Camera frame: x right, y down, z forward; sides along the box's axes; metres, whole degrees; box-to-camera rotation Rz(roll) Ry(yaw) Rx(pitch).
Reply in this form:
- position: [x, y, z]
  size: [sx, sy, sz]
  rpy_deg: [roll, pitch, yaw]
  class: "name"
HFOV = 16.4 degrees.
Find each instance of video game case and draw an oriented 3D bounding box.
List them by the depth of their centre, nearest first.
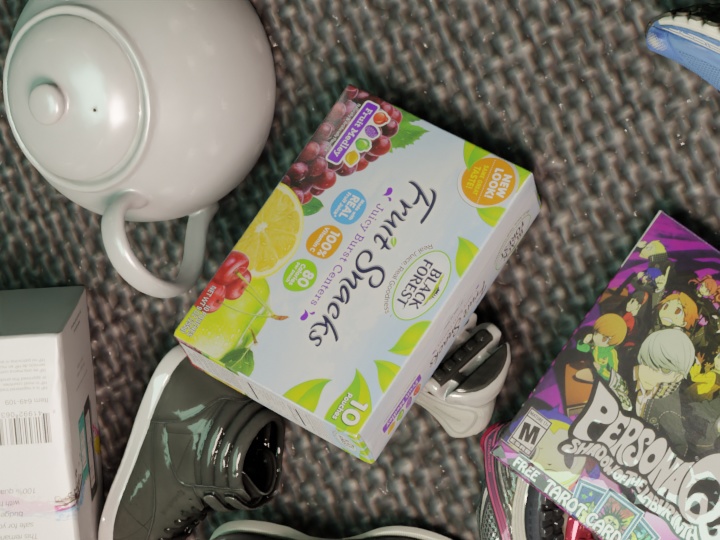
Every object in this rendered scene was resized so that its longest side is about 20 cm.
- position: [0.206, 0.094, 1.477]
  size: [0.200, 0.036, 0.182]
  rpy_deg: [37, 94, 19]
  class: "video game case"

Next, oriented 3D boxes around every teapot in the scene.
- position: [-0.160, -0.113, 1.627]
  size: [0.199, 0.146, 0.198]
  rpy_deg: [29, 116, 22]
  class: "teapot"

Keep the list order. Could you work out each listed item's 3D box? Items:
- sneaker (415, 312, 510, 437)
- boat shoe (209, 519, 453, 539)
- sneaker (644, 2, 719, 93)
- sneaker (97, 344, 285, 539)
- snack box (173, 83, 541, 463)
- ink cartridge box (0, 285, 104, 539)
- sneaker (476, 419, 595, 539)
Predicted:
- position: [0.015, 0.032, 1.602]
  size: [0.200, 0.075, 0.081]
  rpy_deg: [45, 159, 28]
  class: "sneaker"
- position: [-0.015, 0.206, 1.647]
  size: [0.199, 0.060, 0.074]
  rpy_deg: [7, 115, 14]
  class: "boat shoe"
- position: [0.242, -0.084, 1.423]
  size: [0.200, 0.078, 0.090]
  rpy_deg: [35, 116, 20]
  class: "sneaker"
- position: [-0.114, 0.159, 1.712]
  size: [0.099, 0.071, 0.201]
  rpy_deg: [28, 114, 25]
  class: "sneaker"
- position: [0.000, 0.000, 1.541]
  size: [0.142, 0.053, 0.201]
  rpy_deg: [27, 73, 22]
  class: "snack box"
- position: [-0.259, 0.127, 1.722]
  size: [0.146, 0.146, 0.201]
  rpy_deg: [-3, 102, 1]
  class: "ink cartridge box"
- position: [0.109, 0.191, 1.585]
  size: [0.074, 0.080, 0.201]
  rpy_deg: [16, 105, 45]
  class: "sneaker"
